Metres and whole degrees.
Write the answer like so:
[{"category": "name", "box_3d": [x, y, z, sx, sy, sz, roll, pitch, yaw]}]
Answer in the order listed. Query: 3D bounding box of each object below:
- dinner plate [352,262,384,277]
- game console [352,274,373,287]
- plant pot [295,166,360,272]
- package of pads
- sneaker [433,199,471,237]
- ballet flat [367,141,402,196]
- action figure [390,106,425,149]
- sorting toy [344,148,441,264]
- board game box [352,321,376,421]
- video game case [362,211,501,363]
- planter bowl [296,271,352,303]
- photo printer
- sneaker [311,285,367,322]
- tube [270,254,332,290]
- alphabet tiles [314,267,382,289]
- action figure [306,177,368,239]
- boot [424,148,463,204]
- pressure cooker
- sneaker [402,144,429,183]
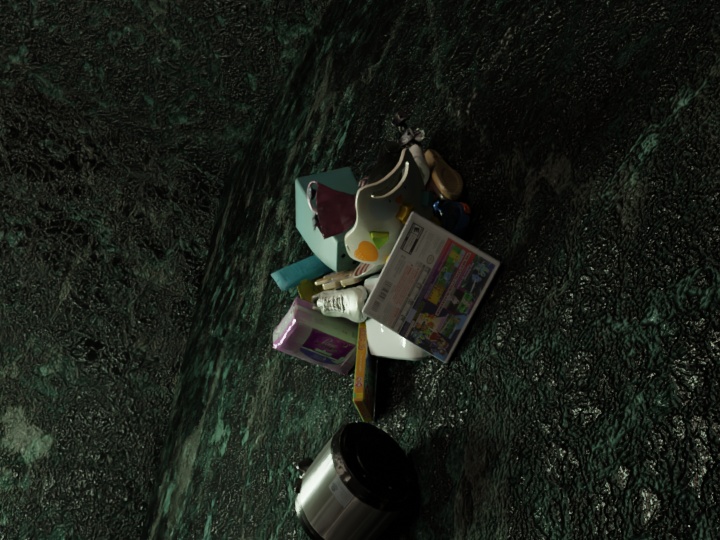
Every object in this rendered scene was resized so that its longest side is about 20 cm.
[{"category": "dinner plate", "box_3d": [0.063, -0.048, 1.357, 0.199, 0.024, 0.200, -43, 7, 7]}, {"category": "game console", "box_3d": [-0.043, -0.046, 1.678, 0.200, 0.114, 0.180, -41, 34, 49]}, {"category": "plant pot", "box_3d": [-0.051, -0.104, 1.498, 0.144, 0.137, 0.202, 94, 154, -44]}, {"category": "package of pads", "box_3d": [-0.088, 0.149, 1.495, 0.121, 0.196, 0.077, -50, 26, 38]}, {"category": "sneaker", "box_3d": [0.140, -0.051, 1.316, 0.205, 0.077, 0.075, -65, 22, 7]}, {"category": "ballet flat", "box_3d": [0.054, -0.190, 1.330, 0.202, 0.064, 0.058, -72, -11, -50]}, {"category": "action figure", "box_3d": [0.121, -0.272, 1.530, 0.201, 0.100, 0.121, 77, 169, -62]}, {"category": "sorting toy", "box_3d": [0.058, -0.119, 1.193, 0.199, 0.182, 0.106, -42, 54, -14]}, {"category": "board game box", "box_3d": [0.012, 0.197, 1.381, 0.097, 0.029, 0.205, 69, -162, -52]}, {"category": "video game case", "box_3d": [0.122, 0.030, 1.171, 0.204, 0.179, 0.023, -62, -6, 11]}, {"category": "planter bowl", "box_3d": [-0.068, 0.053, 1.602, 0.082, 0.201, 0.203, -28, 37, 17]}, {"category": "photo printer", "box_3d": [0.078, 0.087, 1.289, 0.199, 0.067, 0.173, -8, 86, 64]}, {"category": "sneaker", "box_3d": [-0.042, 0.070, 1.384, 0.199, 0.079, 0.078, 173, 96, -66]}, {"category": "tube", "box_3d": [-0.106, -0.009, 1.540, 0.077, 0.195, 0.052, 39, 146, 54]}, {"category": "alphabet tiles", "box_3d": [0.000, 0.000, 1.477, 0.191, 0.015, 0.199, -12, 11, 32]}, {"category": "action figure", "box_3d": [-0.008, -0.122, 1.378, 0.149, 0.193, 0.139, -138, 44, -73]}, {"category": "boot", "box_3d": [0.149, -0.145, 1.424, 0.202, 0.070, 0.170, -107, 32, -55]}, {"category": "pressure cooker", "box_3d": [-0.022, 0.390, 1.164, 0.202, 0.175, 0.178, -55, 29, 25]}, {"category": "sneaker", "box_3d": [0.088, -0.185, 1.429, 0.200, 0.076, 0.101, -49, 24, 41]}]
